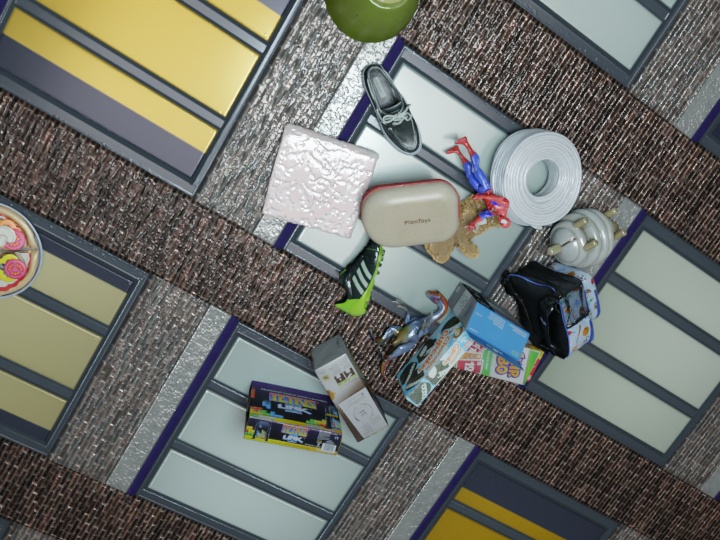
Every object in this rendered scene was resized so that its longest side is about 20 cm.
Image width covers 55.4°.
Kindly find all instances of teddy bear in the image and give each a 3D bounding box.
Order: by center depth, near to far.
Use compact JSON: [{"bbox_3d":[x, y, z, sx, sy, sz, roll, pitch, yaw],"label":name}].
[{"bbox_3d":[0.217,-0.099,1.454,0.145,0.067,0.200,41,91,-22],"label":"teddy bear"}]

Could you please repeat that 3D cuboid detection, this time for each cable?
[{"bbox_3d":[0.363,-0.191,1.419,0.198,0.069,0.202,14,99,-24],"label":"cable"}]

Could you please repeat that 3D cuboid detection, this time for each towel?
[{"bbox_3d":[-0.083,-0.179,1.398,0.198,0.032,0.193,16,105,-12],"label":"towel"}]

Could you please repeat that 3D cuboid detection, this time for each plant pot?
[{"bbox_3d":[0.034,-0.507,1.226,0.185,0.200,0.189,-2,108,-7],"label":"plant pot"}]

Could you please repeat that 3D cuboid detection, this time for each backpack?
[{"bbox_3d":[0.419,0.084,1.478,0.153,0.200,0.192,-20,112,-15],"label":"backpack"}]

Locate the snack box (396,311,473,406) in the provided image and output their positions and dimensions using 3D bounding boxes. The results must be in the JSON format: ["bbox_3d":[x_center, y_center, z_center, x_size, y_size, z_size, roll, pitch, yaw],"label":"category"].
[{"bbox_3d":[0.164,0.190,1.499,0.037,0.116,0.200,37,98,-16],"label":"snack box"}]

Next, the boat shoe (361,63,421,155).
[{"bbox_3d":[0.067,-0.315,1.357,0.073,0.068,0.201,-25,109,1],"label":"boat shoe"}]

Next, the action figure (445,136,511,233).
[{"bbox_3d":[0.226,-0.160,1.379,0.099,0.065,0.201,-31,83,-26],"label":"action figure"}]

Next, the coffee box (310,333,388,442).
[{"bbox_3d":[-0.025,0.255,1.494,0.079,0.114,0.201,-29,108,1],"label":"coffee box"}]

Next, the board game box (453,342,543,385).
[{"bbox_3d":[0.318,0.200,1.566,0.198,0.030,0.096,14,113,-14],"label":"board game box"}]

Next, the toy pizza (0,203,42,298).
[{"bbox_3d":[-0.733,-0.037,1.350,0.198,0.032,0.202,-2,107,-7],"label":"toy pizza"}]

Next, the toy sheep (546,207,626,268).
[{"bbox_3d":[0.470,-0.069,1.449,0.199,0.138,0.139,-13,110,-27],"label":"toy sheep"}]

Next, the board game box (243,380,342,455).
[{"bbox_3d":[-0.145,0.312,1.467,0.198,0.165,0.057,13,106,-12],"label":"board game box"}]

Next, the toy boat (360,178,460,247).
[{"bbox_3d":[0.097,-0.130,1.387,0.198,0.131,0.132,-6,121,-1],"label":"toy boat"}]

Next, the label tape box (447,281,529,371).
[{"bbox_3d":[0.277,0.113,1.447,0.144,0.200,0.064,31,101,-16],"label":"label tape box"}]

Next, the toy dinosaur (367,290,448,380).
[{"bbox_3d":[0.111,0.124,1.514,0.180,0.105,0.201,-23,147,-14],"label":"toy dinosaur"}]

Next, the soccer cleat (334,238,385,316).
[{"bbox_3d":[0.000,0.000,1.449,0.080,0.068,0.202,17,104,1],"label":"soccer cleat"}]
